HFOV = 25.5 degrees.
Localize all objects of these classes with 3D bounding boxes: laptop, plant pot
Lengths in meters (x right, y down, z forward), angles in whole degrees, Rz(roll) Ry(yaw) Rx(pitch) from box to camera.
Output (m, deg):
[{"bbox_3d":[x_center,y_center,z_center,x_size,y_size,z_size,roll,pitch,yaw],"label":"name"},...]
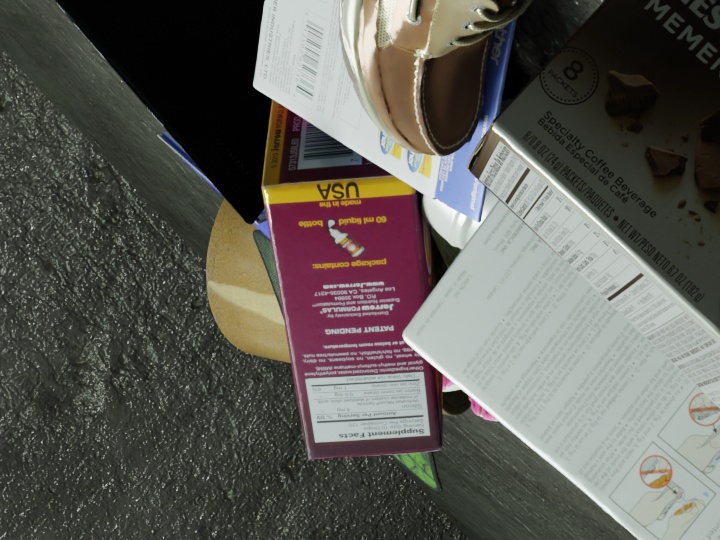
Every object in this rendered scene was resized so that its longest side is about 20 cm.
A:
[{"bbox_3d":[-0.108,-0.159,1.049,0.188,0.116,0.200,50,179,-24],"label":"laptop"},{"bbox_3d":[0.011,0.004,1.261,0.199,0.187,0.187,17,156,39],"label":"plant pot"}]

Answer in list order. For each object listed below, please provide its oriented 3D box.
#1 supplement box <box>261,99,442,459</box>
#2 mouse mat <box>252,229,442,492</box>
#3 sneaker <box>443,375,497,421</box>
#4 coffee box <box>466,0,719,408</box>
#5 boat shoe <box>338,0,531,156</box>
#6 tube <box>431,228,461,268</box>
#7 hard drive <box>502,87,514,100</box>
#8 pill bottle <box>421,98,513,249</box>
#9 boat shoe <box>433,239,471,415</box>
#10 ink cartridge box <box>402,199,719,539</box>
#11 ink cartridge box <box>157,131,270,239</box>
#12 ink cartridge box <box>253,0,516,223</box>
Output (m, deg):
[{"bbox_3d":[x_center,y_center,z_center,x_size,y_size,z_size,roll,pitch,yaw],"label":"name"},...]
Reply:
[{"bbox_3d":[0.000,0.000,0.938,0.111,0.085,0.201,-87,-9,-53],"label":"supplement box"},{"bbox_3d":[-0.008,0.069,1.160,0.161,0.008,0.201,37,156,35],"label":"mouse mat"},{"bbox_3d":[0.108,0.051,0.969,0.087,0.082,0.200,10,-177,-10],"label":"sneaker"},{"bbox_3d":[0.153,-0.021,0.630,0.200,0.113,0.080,44,171,5],"label":"coffee box"},{"bbox_3d":[0.037,-0.126,0.674,0.071,0.076,0.201,26,144,30],"label":"boat shoe"},{"bbox_3d":[0.095,0.013,1.076,0.200,0.057,0.052,55,-161,-67],"label":"tube"},{"bbox_3d":[0.051,-0.093,1.013,0.139,0.033,0.200,43,171,12],"label":"hard drive"},{"bbox_3d":[0.130,0.001,0.834,0.200,0.112,0.112,40,171,19],"label":"pill bottle"},{"bbox_3d":[0.019,0.011,1.103,0.068,0.072,0.202,5,118,47],"label":"boat shoe"},{"bbox_3d":[0.143,0.029,0.749,0.200,0.163,0.050,39,-168,12],"label":"ink cartridge box"},{"bbox_3d":[-0.048,-0.076,1.104,0.099,0.199,0.039,42,127,18],"label":"ink cartridge box"},{"bbox_3d":[0.018,-0.118,0.818,0.200,0.042,0.120,37,127,45],"label":"ink cartridge box"}]
